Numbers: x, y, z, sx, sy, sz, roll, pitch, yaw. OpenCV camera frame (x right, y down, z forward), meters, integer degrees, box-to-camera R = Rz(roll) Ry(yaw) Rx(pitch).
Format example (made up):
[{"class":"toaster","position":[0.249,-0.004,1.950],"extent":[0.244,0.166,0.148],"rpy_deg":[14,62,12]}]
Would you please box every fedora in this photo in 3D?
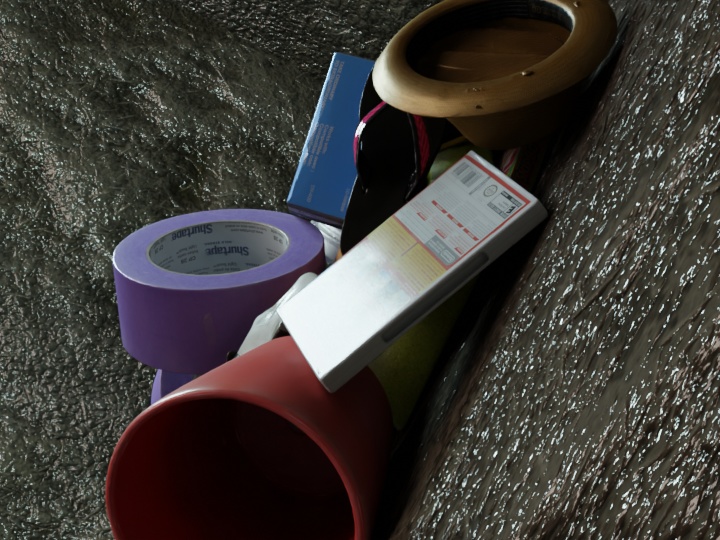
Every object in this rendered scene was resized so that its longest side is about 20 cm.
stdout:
[{"class":"fedora","position":[0.110,-0.152,1.196],"extent":[0.201,0.199,0.082],"rpy_deg":[-66,-36,-44]}]

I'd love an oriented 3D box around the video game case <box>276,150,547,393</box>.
[{"class":"video game case","position":[0.033,-0.004,1.126],"extent":[0.200,0.017,0.143],"rpy_deg":[-39,25,-1]}]

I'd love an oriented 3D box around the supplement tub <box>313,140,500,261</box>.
[{"class":"supplement tub","position":[0.045,-0.089,1.539],"extent":[0.201,0.144,0.144],"rpy_deg":[-61,4,6]}]

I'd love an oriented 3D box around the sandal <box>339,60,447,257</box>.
[{"class":"sandal","position":[0.026,-0.094,1.233],"extent":[0.045,0.074,0.202],"rpy_deg":[66,-148,-64]}]

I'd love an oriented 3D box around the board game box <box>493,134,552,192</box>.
[{"class":"board game box","position":[0.109,-0.051,1.302],"extent":[0.200,0.030,0.096],"rpy_deg":[118,177,-54]}]

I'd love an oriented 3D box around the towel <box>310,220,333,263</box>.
[{"class":"towel","position":[0.024,-0.070,1.676],"extent":[0.199,0.024,0.148],"rpy_deg":[3,-63,-50]}]

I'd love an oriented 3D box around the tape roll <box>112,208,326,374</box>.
[{"class":"tape roll","position":[-0.129,0.016,1.421],"extent":[0.200,0.198,0.086],"rpy_deg":[-70,-21,-66]}]

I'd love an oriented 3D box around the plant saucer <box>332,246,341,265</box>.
[{"class":"plant saucer","position":[0.000,0.000,1.321],"extent":[0.200,0.032,0.202],"rpy_deg":[-159,90,-81]}]

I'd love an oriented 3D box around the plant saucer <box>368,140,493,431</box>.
[{"class":"plant saucer","position":[0.051,0.000,1.266],"extent":[0.200,0.048,0.201],"rpy_deg":[-87,19,-65]}]

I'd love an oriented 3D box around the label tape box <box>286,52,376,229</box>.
[{"class":"label tape box","position":[-0.017,-0.118,1.380],"extent":[0.200,0.063,0.145],"rpy_deg":[128,160,-88]}]

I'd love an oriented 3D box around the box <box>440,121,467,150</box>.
[{"class":"box","position":[0.117,-0.183,1.360],"extent":[0.159,0.050,0.200],"rpy_deg":[-20,22,21]}]

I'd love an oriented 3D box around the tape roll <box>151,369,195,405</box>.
[{"class":"tape roll","position":[-0.108,0.129,1.535],"extent":[0.201,0.199,0.085],"rpy_deg":[-63,5,-22]}]

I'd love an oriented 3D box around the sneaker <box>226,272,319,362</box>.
[{"class":"sneaker","position":[-0.076,0.088,1.280],"extent":[0.200,0.074,0.089],"rpy_deg":[-52,22,24]}]

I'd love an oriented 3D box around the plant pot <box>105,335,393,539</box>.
[{"class":"plant pot","position":[-0.066,0.145,1.143],"extent":[0.201,0.200,0.177],"rpy_deg":[-60,-5,26]}]
